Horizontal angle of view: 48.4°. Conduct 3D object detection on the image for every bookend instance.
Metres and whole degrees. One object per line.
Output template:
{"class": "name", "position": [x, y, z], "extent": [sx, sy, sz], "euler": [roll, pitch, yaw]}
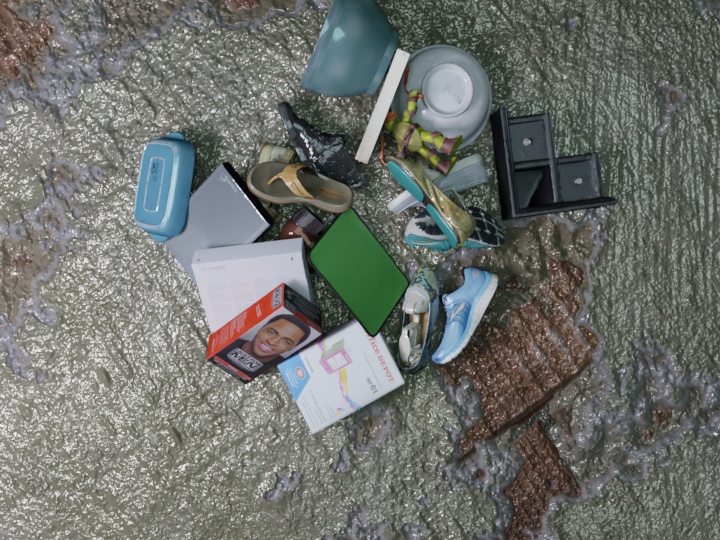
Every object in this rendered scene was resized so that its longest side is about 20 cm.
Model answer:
{"class": "bookend", "position": [0.355, -0.206, 1.487], "extent": [0.196, 0.092, 0.203], "euler": [-7, 91, -3]}

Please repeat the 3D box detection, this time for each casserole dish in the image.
{"class": "casserole dish", "position": [-0.363, -0.154, 1.458], "extent": [0.120, 0.039, 0.204], "euler": [11, 91, 33]}

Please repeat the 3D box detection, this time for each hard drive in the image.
{"class": "hard drive", "position": [-0.262, -0.078, 1.450], "extent": [0.200, 0.033, 0.140], "euler": [-41, 86, 24]}

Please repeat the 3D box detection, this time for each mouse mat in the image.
{"class": "mouse mat", "position": [0.000, 0.000, 1.453], "extent": [0.201, 0.007, 0.161], "euler": [51, 49, -15]}

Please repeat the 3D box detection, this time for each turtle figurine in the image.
{"class": "turtle figurine", "position": [0.101, -0.246, 1.430], "extent": [0.160, 0.064, 0.202], "euler": [31, 129, 19]}

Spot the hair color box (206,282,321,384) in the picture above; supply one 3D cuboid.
{"class": "hair color box", "position": [-0.172, 0.115, 1.430], "extent": [0.199, 0.062, 0.101], "euler": [-35, 126, 26]}

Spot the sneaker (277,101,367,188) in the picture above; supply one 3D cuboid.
{"class": "sneaker", "position": [-0.070, -0.234, 1.489], "extent": [0.103, 0.060, 0.202], "euler": [-24, 98, 1]}

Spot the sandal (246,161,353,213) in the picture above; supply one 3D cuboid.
{"class": "sandal", "position": [-0.103, -0.156, 1.430], "extent": [0.197, 0.054, 0.082], "euler": [13, 63, -11]}

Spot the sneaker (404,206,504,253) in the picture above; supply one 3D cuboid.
{"class": "sneaker", "position": [0.175, -0.072, 1.497], "extent": [0.196, 0.080, 0.079], "euler": [5, 59, -18]}

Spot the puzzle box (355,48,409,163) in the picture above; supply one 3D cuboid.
{"class": "puzzle box", "position": [0.039, -0.295, 1.432], "extent": [0.025, 0.133, 0.203], "euler": [21, 104, -4]}

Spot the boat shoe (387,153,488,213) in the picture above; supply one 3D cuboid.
{"class": "boat shoe", "position": [0.148, -0.146, 1.492], "extent": [0.198, 0.070, 0.072], "euler": [-27, 90, -3]}

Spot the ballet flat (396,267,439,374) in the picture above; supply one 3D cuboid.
{"class": "ballet flat", "position": [0.104, 0.095, 1.490], "extent": [0.073, 0.074, 0.204], "euler": [4, 90, -2]}

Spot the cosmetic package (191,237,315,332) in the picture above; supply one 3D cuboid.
{"class": "cosmetic package", "position": [-0.188, 0.027, 1.437], "extent": [0.196, 0.052, 0.153], "euler": [-6, 126, 3]}

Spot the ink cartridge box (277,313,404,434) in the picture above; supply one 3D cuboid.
{"class": "ink cartridge box", "position": [-0.035, 0.185, 1.485], "extent": [0.198, 0.085, 0.146], "euler": [-29, 92, -3]}

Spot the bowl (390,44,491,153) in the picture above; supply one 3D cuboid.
{"class": "bowl", "position": [0.154, -0.324, 1.479], "extent": [0.197, 0.090, 0.205], "euler": [0, 91, -1]}

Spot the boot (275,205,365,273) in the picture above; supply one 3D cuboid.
{"class": "boot", "position": [-0.106, 0.014, 1.490], "extent": [0.188, 0.069, 0.200], "euler": [41, 96, -16]}

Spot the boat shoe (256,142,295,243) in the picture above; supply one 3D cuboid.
{"class": "boat shoe", "position": [-0.169, -0.132, 1.477], "extent": [0.062, 0.073, 0.204], "euler": [11, 92, 0]}

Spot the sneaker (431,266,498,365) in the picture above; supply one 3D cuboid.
{"class": "sneaker", "position": [0.181, 0.085, 1.505], "extent": [0.089, 0.078, 0.202], "euler": [28, 81, 8]}

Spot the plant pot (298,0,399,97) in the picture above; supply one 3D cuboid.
{"class": "plant pot", "position": [-0.011, -0.393, 1.422], "extent": [0.132, 0.200, 0.203], "euler": [22, 90, -8]}

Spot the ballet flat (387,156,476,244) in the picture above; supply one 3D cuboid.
{"class": "ballet flat", "position": [0.131, -0.137, 1.423], "extent": [0.071, 0.071, 0.201], "euler": [-41, 86, -1]}
